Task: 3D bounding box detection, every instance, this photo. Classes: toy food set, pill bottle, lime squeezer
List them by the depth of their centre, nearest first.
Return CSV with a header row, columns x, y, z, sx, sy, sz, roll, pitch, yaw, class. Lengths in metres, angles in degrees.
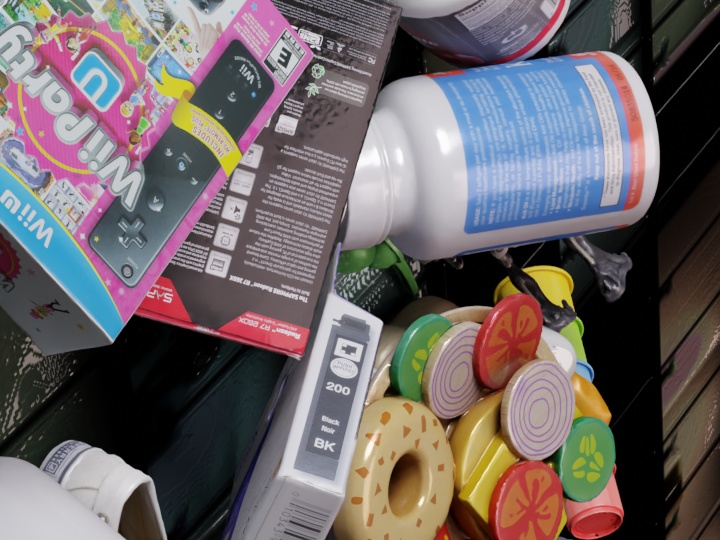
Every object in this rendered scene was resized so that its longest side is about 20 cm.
x,y,z,sx,sy,sz,roll,pitch,yaw,class
0.050,-0.192,1.387,0.200,0.110,0.111,28,79,-69,pill bottle
0.065,0.114,1.405,0.200,0.049,0.198,49,64,-35,toy food set
0.070,-0.067,1.432,0.199,0.112,0.113,-9,117,-21,pill bottle
0.000,0.000,1.494,0.200,0.038,0.071,-16,118,-59,lime squeezer

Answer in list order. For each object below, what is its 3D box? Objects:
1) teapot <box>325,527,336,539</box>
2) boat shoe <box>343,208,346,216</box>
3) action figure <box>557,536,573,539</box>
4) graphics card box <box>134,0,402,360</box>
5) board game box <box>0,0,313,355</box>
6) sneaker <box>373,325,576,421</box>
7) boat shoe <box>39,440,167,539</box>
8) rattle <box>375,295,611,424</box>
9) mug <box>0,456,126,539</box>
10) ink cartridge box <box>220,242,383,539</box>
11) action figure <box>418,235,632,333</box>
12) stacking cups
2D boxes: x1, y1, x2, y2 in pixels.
x,y,z,sx,sy,sz,roll,pitch,yaw,class
0.006,0.269,1.524,0.200,0.146,0.198,26,81,-62,teapot
-0.043,-0.117,1.334,0.060,0.072,0.201,-131,-145,-76,boat shoe
0.096,0.229,1.612,0.105,0.199,0.194,-58,156,-43,action figure
-0.065,-0.065,1.266,0.125,0.051,0.201,16,90,-23,graphics card box
-0.129,-0.082,1.135,0.148,0.064,0.200,49,57,-25,board game box
0.054,0.083,1.471,0.199,0.087,0.075,-17,106,-25,sneaker
-0.128,0.184,1.318,0.071,0.070,0.201,-43,139,-44,boat shoe
0.055,0.091,1.540,0.130,0.143,0.200,-56,158,4,rattle
-0.146,0.202,1.189,0.150,0.153,0.187,-49,143,-26,mug
-0.042,0.118,1.322,0.200,0.043,0.199,-77,-171,-51,ink cartridge box
0.080,-0.044,1.551,0.119,0.102,0.200,-45,107,1,action figure
0.138,0.095,1.658,0.061,0.060,0.201,59,18,-54,stacking cups
